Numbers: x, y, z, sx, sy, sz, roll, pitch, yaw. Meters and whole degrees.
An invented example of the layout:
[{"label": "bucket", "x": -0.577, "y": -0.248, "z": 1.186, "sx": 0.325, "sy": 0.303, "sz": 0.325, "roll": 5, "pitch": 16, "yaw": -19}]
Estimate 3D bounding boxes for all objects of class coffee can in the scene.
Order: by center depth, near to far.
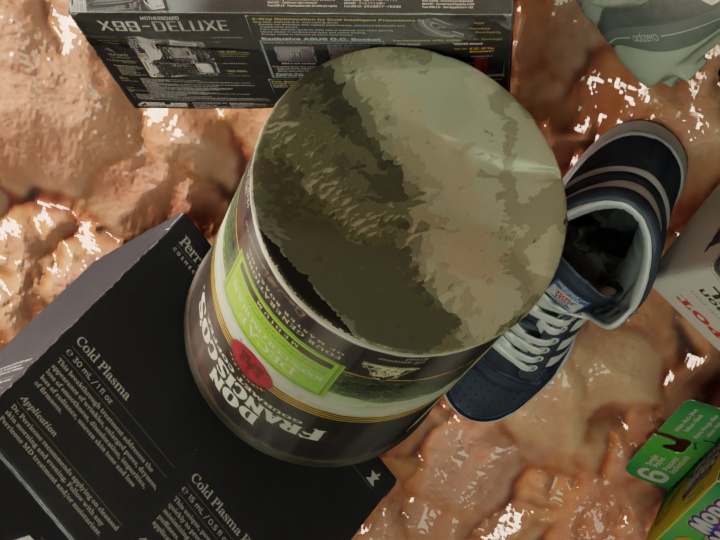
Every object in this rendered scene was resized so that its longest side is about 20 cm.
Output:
[{"label": "coffee can", "x": 0.000, "y": 0.000, "z": 0.896, "sx": 0.146, "sy": 0.147, "sz": 0.200, "roll": 31, "pitch": 156, "yaw": -1}]

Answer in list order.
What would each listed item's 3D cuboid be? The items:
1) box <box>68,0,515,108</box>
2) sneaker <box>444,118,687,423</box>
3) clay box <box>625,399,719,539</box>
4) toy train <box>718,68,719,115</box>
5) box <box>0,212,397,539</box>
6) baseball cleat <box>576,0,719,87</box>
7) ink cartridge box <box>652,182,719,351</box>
[{"label": "box", "x": -0.026, "y": -0.119, "z": 0.877, "sx": 0.199, "sy": 0.158, "sz": 0.050, "roll": 1, "pitch": 80, "yaw": 5}, {"label": "sneaker", "x": 0.094, "y": 0.018, "z": 0.952, "sx": 0.070, "sy": 0.109, "sz": 0.200, "roll": 33, "pitch": 118, "yaw": -2}, {"label": "clay box", "x": 0.239, "y": 0.146, "z": 0.980, "sx": 0.199, "sy": 0.048, "sz": 0.115, "roll": 25, "pitch": 151, "yaw": 2}, {"label": "toy train", "x": 0.212, "y": -0.099, "z": 0.832, "sx": 0.034, "sy": 0.200, "sz": 0.046, "roll": 10, "pitch": 76, "yaw": -12}, {"label": "box", "x": -0.112, "y": 0.109, "z": 0.994, "sx": 0.104, "sy": 0.182, "sz": 0.200, "roll": -24, "pitch": 108, "yaw": 49}, {"label": "baseball cleat", "x": 0.157, "y": -0.154, "z": 0.843, "sx": 0.106, "sy": 0.070, "sz": 0.200, "roll": 44, "pitch": 146, "yaw": -2}, {"label": "ink cartridge box", "x": 0.245, "y": 0.014, "z": 0.858, "sx": 0.145, "sy": 0.200, "sz": 0.084, "roll": 43, "pitch": 76, "yaw": -8}]
